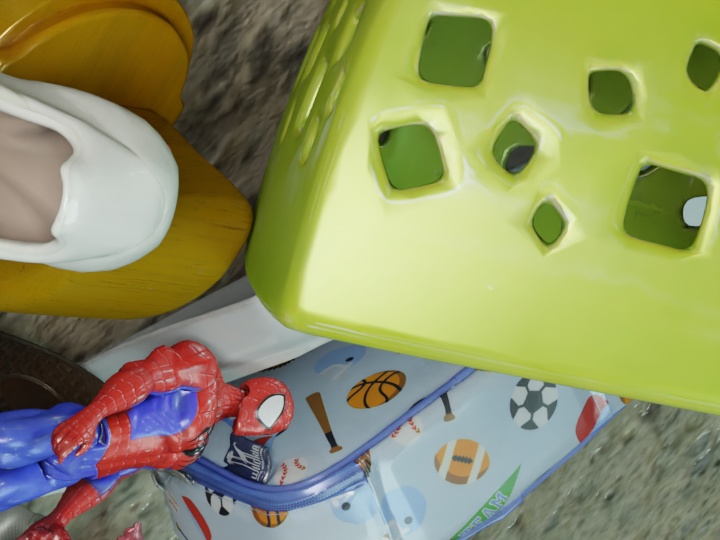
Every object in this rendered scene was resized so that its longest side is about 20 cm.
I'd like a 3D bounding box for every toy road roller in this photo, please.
[{"bbox_3d":[-0.128,-0.017,0.946,0.123,0.146,0.200,6,122,-55],"label":"toy road roller"}]

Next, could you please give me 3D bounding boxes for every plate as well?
[{"bbox_3d":[0.000,0.000,1.143,0.199,0.032,0.200,-26,-178,-31],"label":"plate"}]

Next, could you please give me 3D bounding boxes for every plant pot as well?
[{"bbox_3d":[0.079,-0.061,0.920,0.200,0.199,0.182,-126,-132,-81],"label":"plant pot"}]

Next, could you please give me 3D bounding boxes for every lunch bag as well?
[{"bbox_3d":[0.006,0.055,1.222,0.200,0.160,0.076,-31,117,-22],"label":"lunch bag"}]

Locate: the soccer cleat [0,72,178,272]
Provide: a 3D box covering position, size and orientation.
[{"bbox_3d":[-0.148,-0.042,0.850,0.078,0.200,0.069,2,100,-70],"label":"soccer cleat"}]

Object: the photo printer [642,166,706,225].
[{"bbox_3d":[0.141,-0.032,1.363,0.166,0.069,0.200,-7,133,-49],"label":"photo printer"}]

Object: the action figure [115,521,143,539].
[{"bbox_3d":[-0.143,0.195,1.285,0.149,0.134,0.200,20,102,-14],"label":"action figure"}]

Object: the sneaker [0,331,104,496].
[{"bbox_3d":[-0.177,0.070,1.081,0.200,0.073,0.085,3,129,-41],"label":"sneaker"}]

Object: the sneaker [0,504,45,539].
[{"bbox_3d":[-0.195,0.142,1.153,0.200,0.075,0.081,-14,124,-48],"label":"sneaker"}]

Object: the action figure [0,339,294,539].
[{"bbox_3d":[-0.110,0.066,1.032,0.200,0.052,0.065,-14,141,-33],"label":"action figure"}]
